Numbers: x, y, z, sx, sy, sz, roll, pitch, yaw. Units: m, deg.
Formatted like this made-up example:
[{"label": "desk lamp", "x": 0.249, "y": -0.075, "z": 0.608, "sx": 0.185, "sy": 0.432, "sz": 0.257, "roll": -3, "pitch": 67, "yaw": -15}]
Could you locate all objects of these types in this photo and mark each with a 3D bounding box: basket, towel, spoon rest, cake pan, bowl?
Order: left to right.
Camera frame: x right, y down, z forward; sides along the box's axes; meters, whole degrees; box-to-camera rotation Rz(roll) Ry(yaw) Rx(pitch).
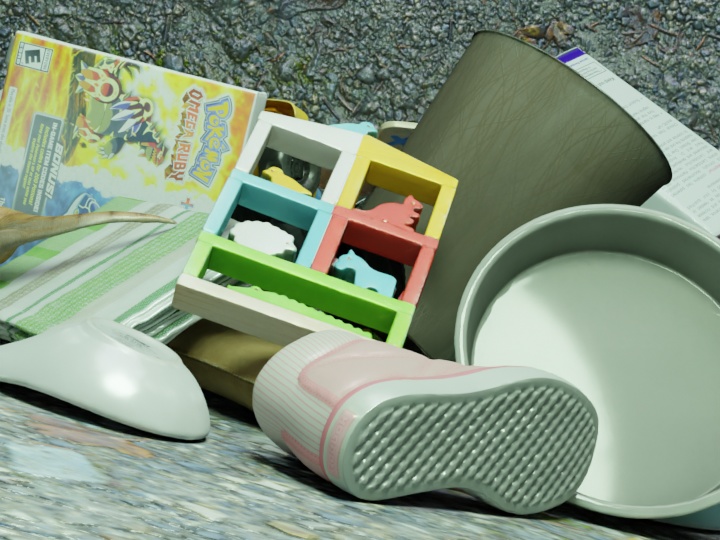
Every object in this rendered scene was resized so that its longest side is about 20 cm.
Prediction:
[{"label": "spoon rest", "x": -0.164, "y": 0.040, "z": 0.864, "sx": 0.199, "sy": 0.061, "sz": 0.099, "roll": 29, "pitch": 6, "yaw": 15}, {"label": "towel", "x": -0.152, "y": 0.008, "z": 1.045, "sx": 0.149, "sy": 0.031, "sz": 0.199, "roll": -32, "pitch": 25, "yaw": -27}, {"label": "basket", "x": 0.079, "y": -0.036, "z": 1.145, "sx": 0.180, "sy": 0.200, "sz": 0.136, "roll": 34, "pitch": -10, "yaw": 37}, {"label": "bowl", "x": 0.149, "y": 0.086, "z": 1.078, "sx": 0.199, "sy": 0.106, "sz": 0.201, "roll": 15, "pitch": 1, "yaw": 0}, {"label": "cake pan", "x": 0.151, "y": 0.055, "z": 0.981, "sx": 0.199, "sy": 0.201, "sz": 0.037, "roll": 15, "pitch": -31, "yaw": 4}]

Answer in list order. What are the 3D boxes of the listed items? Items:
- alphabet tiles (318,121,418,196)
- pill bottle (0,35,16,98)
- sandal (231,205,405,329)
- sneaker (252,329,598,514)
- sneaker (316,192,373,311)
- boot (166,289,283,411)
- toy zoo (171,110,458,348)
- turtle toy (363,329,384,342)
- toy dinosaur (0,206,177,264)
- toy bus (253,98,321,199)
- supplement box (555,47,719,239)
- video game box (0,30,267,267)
[{"label": "alphabet tiles", "x": 0.061, "y": -0.086, "z": 1.469, "sx": 0.198, "sy": 0.015, "sz": 0.196, "roll": 4, "pitch": -20, "yaw": -8}, {"label": "pill bottle", "x": -0.250, "y": -0.073, "z": 1.326, "sx": 0.115, "sy": 0.202, "sz": 0.116, "roll": 14, "pitch": 0, "yaw": 0}, {"label": "sandal", "x": -0.040, "y": -0.006, "z": 1.087, "sx": 0.048, "sy": 0.076, "sz": 0.200, "roll": -15, "pitch": 19, "yaw": -31}, {"label": "sneaker", "x": 0.031, "y": 0.072, "z": 0.867, "sx": 0.199, "sy": 0.076, "sz": 0.104, "roll": 8, "pitch": 11, "yaw": -45}, {"label": "sneaker", "x": 0.000, "y": 0.000, "z": 1.307, "sx": 0.114, "sy": 0.200, "sz": 0.076, "roll": -25, "pitch": -69, "yaw": 42}, {"label": "boot", "x": -0.039, "y": 0.061, "z": 1.040, "sx": 0.199, "sy": 0.067, "sz": 0.174, "roll": 14, "pitch": 13, "yaw": 41}, {"label": "toy zoo", "x": -0.018, "y": -0.028, "z": 0.996, "sx": 0.130, "sy": 0.021, "sz": 0.201, "roll": 20, "pitch": 42, "yaw": 2}, {"label": "turtle toy", "x": 0.095, "y": 0.035, "z": 1.237, "sx": 0.146, "sy": 0.200, "sz": 0.101, "roll": 42, "pitch": -7, "yaw": 26}, {"label": "toy dinosaur", "x": -0.227, "y": -0.022, "z": 1.062, "sx": 0.199, "sy": 0.061, "sz": 0.106, "roll": -4, "pitch": 27, "yaw": 36}, {"label": "toy bus", "x": -0.066, "y": -0.024, "z": 1.433, "sx": 0.135, "sy": 0.202, "sz": 0.191, "roll": 1, "pitch": -13, "yaw": 39}, {"label": "supplement box", "x": 0.198, "y": -0.065, "z": 1.303, "sx": 0.200, "sy": 0.102, "sz": 0.103, "roll": 39, "pitch": 41, "yaw": 21}, {"label": "video game box", "x": -0.177, "y": -0.050, "z": 1.207, "sx": 0.181, "sy": 0.202, "sz": 0.047, "roll": 14, "pitch": 5, "yaw": 4}]
